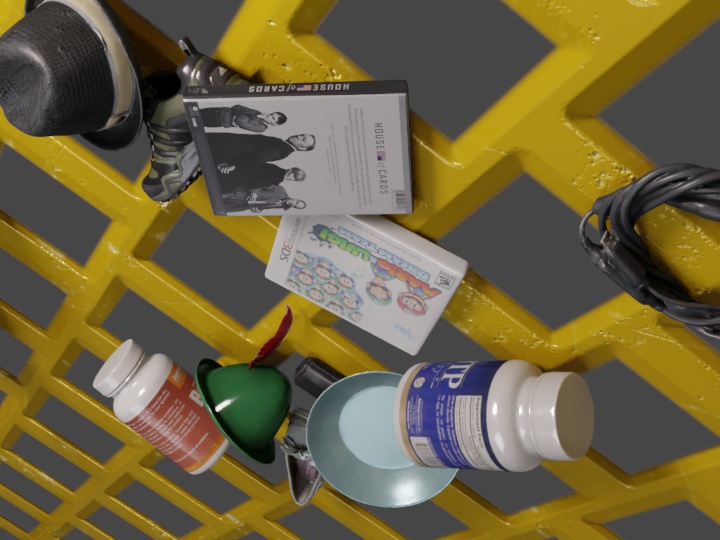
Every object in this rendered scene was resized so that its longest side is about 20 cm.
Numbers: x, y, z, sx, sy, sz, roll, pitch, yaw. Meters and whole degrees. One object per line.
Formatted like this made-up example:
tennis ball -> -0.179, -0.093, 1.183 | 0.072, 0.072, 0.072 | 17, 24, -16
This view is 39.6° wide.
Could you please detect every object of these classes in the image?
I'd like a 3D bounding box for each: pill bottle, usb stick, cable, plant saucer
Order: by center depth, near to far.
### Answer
cable -> 0.295, -0.013, 0.844 | 0.199, 0.051, 0.163 | 39, 139, -9
pill bottle -> 0.145, 0.158, 1.090 | 0.199, 0.120, 0.120 | -6, 133, 39
plant saucer -> 0.032, 0.205, 1.255 | 0.199, 0.039, 0.203 | 4, 116, 8
usb stick -> 0.003, 0.177, 1.291 | 0.199, 0.033, 0.056 | 34, 137, -6
pill bottle -> -0.280, 0.193, 1.436 | 0.200, 0.113, 0.112 | 42, 143, -19

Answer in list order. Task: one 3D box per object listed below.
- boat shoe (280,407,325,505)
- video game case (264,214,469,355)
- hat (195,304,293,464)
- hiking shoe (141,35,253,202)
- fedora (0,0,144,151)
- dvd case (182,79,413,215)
boat shoe -> -0.076, 0.266, 1.426 | 0.074, 0.065, 0.203 | 21, 144, 11
video game case -> 0.000, 0.000, 1.077 | 0.199, 0.024, 0.183 | 27, 145, 2
hat -> -0.102, 0.139, 1.308 | 0.176, 0.200, 0.166 | -38, 98, 8
hiking shoe -> -0.179, -0.148, 0.989 | 0.101, 0.076, 0.200 | 43, 134, -6
fedora -> -0.291, -0.185, 0.943 | 0.200, 0.091, 0.202 | 31, 138, 32
dvd case -> -0.052, -0.109, 0.922 | 0.198, 0.025, 0.151 | -1, 140, 5
